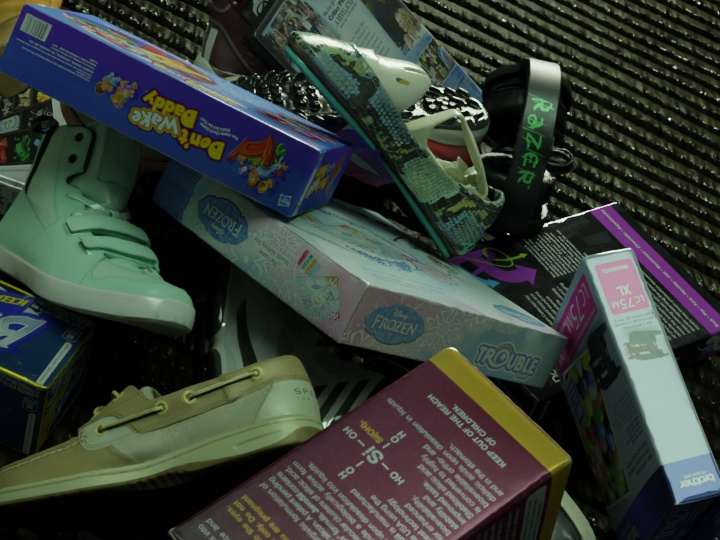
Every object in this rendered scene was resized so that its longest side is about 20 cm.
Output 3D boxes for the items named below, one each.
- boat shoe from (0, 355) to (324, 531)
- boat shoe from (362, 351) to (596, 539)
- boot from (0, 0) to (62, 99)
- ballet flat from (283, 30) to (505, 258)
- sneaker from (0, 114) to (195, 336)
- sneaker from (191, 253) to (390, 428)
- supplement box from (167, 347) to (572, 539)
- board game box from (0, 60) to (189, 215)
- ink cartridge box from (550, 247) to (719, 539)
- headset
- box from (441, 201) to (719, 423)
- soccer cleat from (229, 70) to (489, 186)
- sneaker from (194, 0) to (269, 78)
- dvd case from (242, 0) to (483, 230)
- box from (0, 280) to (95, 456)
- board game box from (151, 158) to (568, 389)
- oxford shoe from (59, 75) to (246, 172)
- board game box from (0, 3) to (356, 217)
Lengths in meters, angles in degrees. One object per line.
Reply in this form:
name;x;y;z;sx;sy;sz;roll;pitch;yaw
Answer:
boat shoe;-0.115;0.098;0.983;0.200;0.074;0.066;-14;63;9
boat shoe;0.060;0.120;1.075;0.063;0.073;0.200;-22;60;-40
boot;-0.300;-0.138;1.213;0.201;0.071;0.144;-20;26;4
ballet flat;0.029;-0.096;1.138;0.200;0.074;0.074;50;28;-33
sneaker;-0.157;-0.034;1.074;0.074;0.118;0.200;20;2;-43
sneaker;-0.044;0.058;1.103;0.115;0.076;0.201;12;37;-12
supplement box;0.004;0.156;0.946;0.200;0.131;0.103;-31;59;-29
board game box;-0.210;-0.106;1.251;0.126;0.035;0.200;19;41;0
ink cartridge box;0.172;0.101;1.076;0.042;0.119;0.200;-13;64;-13
headset;0.127;-0.085;1.266;0.094;0.124;0.200;12;1;-3
box;0.151;0.027;1.238;0.200;0.036;0.143;-15;50;-34
soccer cleat;-0.011;-0.091;1.208;0.200;0.073;0.068;2;38;-18
sneaker;-0.022;-0.179;1.327;0.200;0.116;0.076;5;22;-15
dvd case;0.011;-0.144;1.291;0.200;0.018;0.143;46;49;-20
box;-0.267;0.033;1.056;0.200;0.064;0.070;23;41;6
board game box;0.000;0.000;1.105;0.200;0.043;0.199;16;13;-47
oxford shoe;-0.116;-0.114;1.225;0.200;0.074;0.071;2;54;-42
board game box;-0.110;-0.101;1.089;0.200;0.045;0.134;27;9;6
